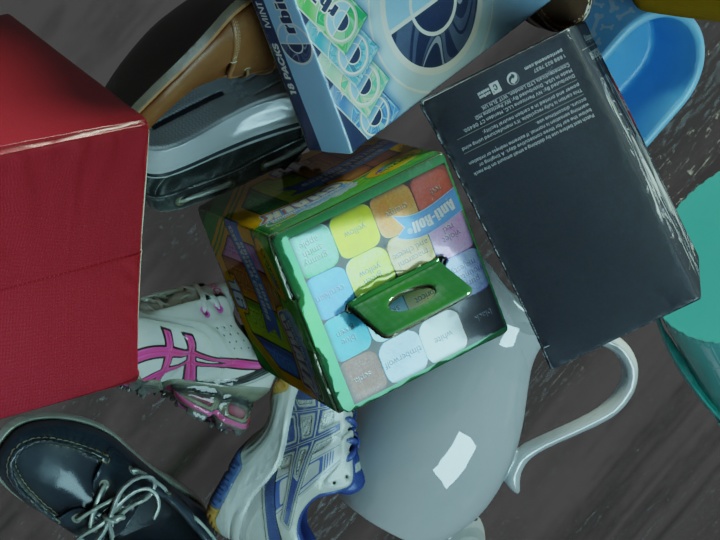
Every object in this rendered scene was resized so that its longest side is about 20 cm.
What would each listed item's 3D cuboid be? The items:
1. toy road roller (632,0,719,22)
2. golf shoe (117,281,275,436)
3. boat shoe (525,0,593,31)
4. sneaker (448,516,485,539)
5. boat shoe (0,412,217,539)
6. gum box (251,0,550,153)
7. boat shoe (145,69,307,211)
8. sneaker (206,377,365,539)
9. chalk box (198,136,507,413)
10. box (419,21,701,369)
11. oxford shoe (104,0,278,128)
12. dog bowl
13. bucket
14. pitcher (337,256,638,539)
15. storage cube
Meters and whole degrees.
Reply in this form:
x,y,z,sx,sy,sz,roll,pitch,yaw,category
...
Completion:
x,y,z,sx,sy,sz,roll,pitch,yaw,category
0.216,-0.215,1.388,0.200,0.122,0.147,-58,151,-50,toy road roller
-0.128,0.039,1.398,0.200,0.072,0.092,26,94,-51,golf shoe
0.116,-0.234,1.395,0.072,0.068,0.201,-32,130,-14,boat shoe
0.062,0.281,1.656,0.075,0.087,0.201,4,113,-33,sneaker
-0.167,0.160,1.445,0.075,0.062,0.200,-47,131,2,boat shoe
0.019,-0.195,1.308,0.200,0.044,0.171,-38,120,-32,gum box
-0.060,-0.101,1.368,0.199,0.072,0.071,-22,142,-14,boat shoe
-0.025,0.108,1.474,0.201,0.088,0.075,-62,174,13,sneaker
0.000,0.000,1.320,0.124,0.200,0.125,-26,106,-16,chalk box
0.133,-0.054,1.363,0.104,0.200,0.183,-25,94,11,box
-0.078,-0.140,1.313,0.200,0.071,0.071,-42,121,-6,oxford shoe
0.164,-0.116,1.510,0.200,0.050,0.111,-48,132,1,dog bowl
0.321,0.019,1.600,0.207,0.207,0.135,-44,130,-4,bucket
0.087,0.104,1.524,0.171,0.121,0.201,30,95,-3,pitcher
-0.237,-0.024,1.203,0.179,0.200,0.172,-15,124,-33,storage cube
